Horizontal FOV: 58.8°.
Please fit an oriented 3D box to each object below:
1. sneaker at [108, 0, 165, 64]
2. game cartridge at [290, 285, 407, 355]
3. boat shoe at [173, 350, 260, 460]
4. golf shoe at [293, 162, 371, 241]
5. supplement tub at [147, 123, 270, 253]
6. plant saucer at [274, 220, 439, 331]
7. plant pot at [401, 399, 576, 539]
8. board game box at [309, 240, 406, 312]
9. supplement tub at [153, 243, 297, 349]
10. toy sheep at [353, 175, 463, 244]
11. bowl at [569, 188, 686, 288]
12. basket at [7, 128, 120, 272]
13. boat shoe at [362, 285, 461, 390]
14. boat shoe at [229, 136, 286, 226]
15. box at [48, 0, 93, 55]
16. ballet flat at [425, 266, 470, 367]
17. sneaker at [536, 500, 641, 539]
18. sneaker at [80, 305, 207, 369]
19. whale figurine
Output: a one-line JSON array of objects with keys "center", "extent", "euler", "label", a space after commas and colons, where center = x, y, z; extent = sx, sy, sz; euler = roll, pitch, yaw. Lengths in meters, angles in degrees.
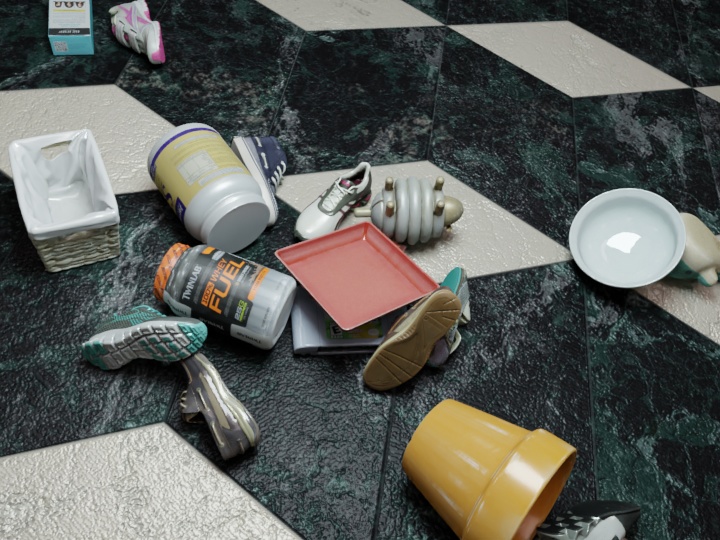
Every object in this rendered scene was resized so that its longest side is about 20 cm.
[{"center": [-0.476, -0.501, 1.359], "extent": [0.088, 0.081, 0.200], "euler": [-20, 53, -22], "label": "sneaker"}, {"center": [-0.017, 0.075, 1.071], "extent": [0.199, 0.041, 0.134], "euler": [-1, 52, -13], "label": "game cartridge"}, {"center": [-0.227, 0.187, 0.924], "extent": [0.073, 0.075, 0.200], "euler": [-35, 63, -24], "label": "boat shoe"}, {"center": [-0.051, -0.127, 1.175], "extent": [0.077, 0.088, 0.200], "euler": [35, 57, 11], "label": "golf shoe"}, {"center": [-0.260, -0.140, 1.103], "extent": [0.145, 0.146, 0.200], "euler": [-27, 64, -27], "label": "supplement tub"}, {"center": [-0.007, 0.011, 1.041], "extent": [0.200, 0.037, 0.200], "euler": [-21, 50, -34], "label": "plant saucer"}, {"center": [0.165, 0.280, 0.882], "extent": [0.183, 0.201, 0.200], "euler": [31, 53, 30], "label": "plant pot"}, {"center": [0.000, 0.000, 1.099], "extent": [0.103, 0.019, 0.200], "euler": [21, 41, 9], "label": "board game box"}, {"center": [-0.211, 0.036, 1.003], "extent": [0.199, 0.123, 0.123], "euler": [20, 54, 3], "label": "supplement tub"}, {"center": [0.088, -0.111, 1.165], "extent": [0.199, 0.138, 0.138], "euler": [3, 54, 0], "label": "toy sheep"}, {"center": [0.502, -0.046, 1.208], "extent": [0.200, 0.090, 0.202], "euler": [-9, 64, 19], "label": "bowl"}, {"center": [-0.481, -0.114, 1.052], "extent": [0.135, 0.124, 0.200], "euler": [-16, 61, -22], "label": "basket"}, {"center": [0.078, 0.103, 1.008], "extent": [0.072, 0.200, 0.072], "euler": [35, 13, -13], "label": "boat shoe"}, {"center": [-0.170, -0.174, 1.191], "extent": [0.092, 0.075, 0.200], "euler": [-13, 65, -28], "label": "boat shoe"}, {"center": [-0.621, -0.546, 1.372], "extent": [0.082, 0.049, 0.200], "euler": [-6, 57, -16], "label": "box"}, {"center": [0.150, 0.084, 1.089], "extent": [0.072, 0.072, 0.201], "euler": [25, 54, 6], "label": "ballet flat"}, {"center": [0.328, 0.385, 0.908], "extent": [0.199, 0.074, 0.089], "euler": [-5, 85, -32], "label": "sneaker"}, {"center": [-0.315, 0.084, 0.947], "extent": [0.199, 0.078, 0.091], "euler": [-8, 40, 16], "label": "sneaker"}, {"center": [0.655, -0.027, 1.260], "extent": [0.200, 0.104, 0.159], "euler": [22, 49, -26], "label": "whale figurine"}]
